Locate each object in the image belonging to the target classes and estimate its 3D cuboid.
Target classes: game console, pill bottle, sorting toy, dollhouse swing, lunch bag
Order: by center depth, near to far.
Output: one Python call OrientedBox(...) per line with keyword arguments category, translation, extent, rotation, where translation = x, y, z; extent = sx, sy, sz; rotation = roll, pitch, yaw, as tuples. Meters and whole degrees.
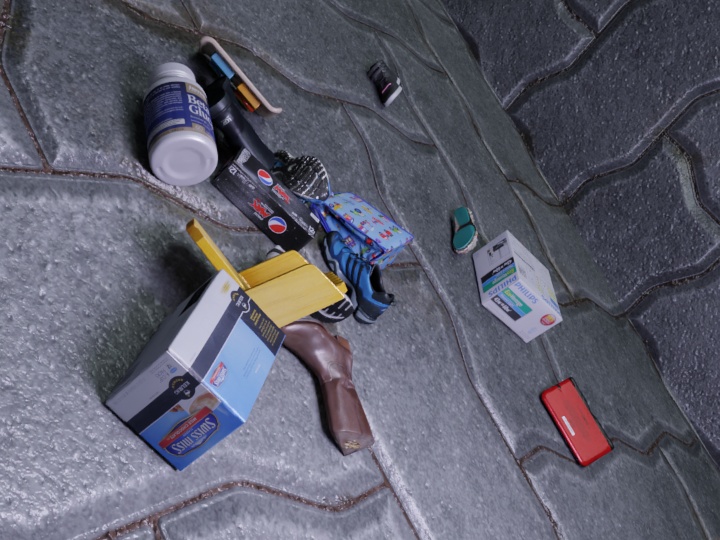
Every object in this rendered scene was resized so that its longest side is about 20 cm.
OrientedBox(category="dollhouse swing", translation=(-0.142, -0.022, 1.250), extent=(0.200, 0.179, 0.178), rotation=(-150, -143, -78))
OrientedBox(category="pill bottle", translation=(-0.302, -0.248, 1.400), extent=(0.110, 0.111, 0.202), rotation=(25, 37, -43))
OrientedBox(category="sorting toy", translation=(-0.244, -0.371, 1.667), extent=(0.200, 0.037, 0.185), rotation=(44, -3, -13))
OrientedBox(category="lunch bag", translation=(-0.009, -0.096, 1.747), extent=(0.200, 0.094, 0.150), rotation=(47, 27, 10))
OrientedBox(category="game console", translation=(0.530, 0.384, 2.114), extent=(0.170, 0.119, 0.202), rotation=(-20, 71, -31))

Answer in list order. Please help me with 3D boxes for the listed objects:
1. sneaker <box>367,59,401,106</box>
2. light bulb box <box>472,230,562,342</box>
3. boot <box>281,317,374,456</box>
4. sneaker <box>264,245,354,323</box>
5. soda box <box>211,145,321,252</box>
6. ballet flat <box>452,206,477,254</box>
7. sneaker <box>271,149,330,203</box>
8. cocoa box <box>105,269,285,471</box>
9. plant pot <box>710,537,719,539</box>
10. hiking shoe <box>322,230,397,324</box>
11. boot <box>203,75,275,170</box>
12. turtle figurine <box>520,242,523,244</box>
OrientedBox(category="sneaker", translation=(0.063, -0.541, 2.429), extent=(0.099, 0.071, 0.201), rotation=(41, 22, -19))
OrientedBox(category="light bulb box", translation=(0.408, 0.042, 2.210), extent=(0.198, 0.124, 0.202), rotation=(39, 30, -28))
OrientedBox(category="boot", translation=(-0.058, 0.185, 1.339), extent=(0.185, 0.064, 0.203), rotation=(23, 43, -42))
OrientedBox(category="sneaker", translation=(-0.087, 0.021, 1.471), extent=(0.199, 0.073, 0.081), rotation=(35, 29, -34))
OrientedBox(category="soda box", translation=(-0.166, -0.122, 1.514), extent=(0.200, 0.070, 0.064), rotation=(44, 32, -17))
OrientedBox(category="ballet flat", translation=(0.282, -0.095, 2.238), extent=(0.064, 0.075, 0.201), rotation=(56, 25, -30))
OrientedBox(category="sneaker", translation=(-0.107, -0.165, 1.595), extent=(0.199, 0.078, 0.090), rotation=(33, -15, 52))
OrientedBox(category="cocoa box", translation=(-0.202, 0.123, 1.081), extent=(0.131, 0.133, 0.201), rotation=(46, 27, -14))
OrientedBox(category="plant pot", translation=(0.910, 0.784, 2.090), extent=(0.199, 0.197, 0.177), rotation=(-14, 86, -62))
OrientedBox(category="hiking shoe", translation=(0.000, 0.000, 1.624), extent=(0.074, 0.086, 0.202), rotation=(-1, 58, -59))
OrientedBox(category="boot", translation=(-0.233, -0.263, 1.583), extent=(0.169, 0.076, 0.201), rotation=(57, 2, -28))
OrientedBox(category="turtle figurine", translation=(0.491, -0.003, 2.474), extent=(0.199, 0.064, 0.163), rotation=(22, 40, -47))
